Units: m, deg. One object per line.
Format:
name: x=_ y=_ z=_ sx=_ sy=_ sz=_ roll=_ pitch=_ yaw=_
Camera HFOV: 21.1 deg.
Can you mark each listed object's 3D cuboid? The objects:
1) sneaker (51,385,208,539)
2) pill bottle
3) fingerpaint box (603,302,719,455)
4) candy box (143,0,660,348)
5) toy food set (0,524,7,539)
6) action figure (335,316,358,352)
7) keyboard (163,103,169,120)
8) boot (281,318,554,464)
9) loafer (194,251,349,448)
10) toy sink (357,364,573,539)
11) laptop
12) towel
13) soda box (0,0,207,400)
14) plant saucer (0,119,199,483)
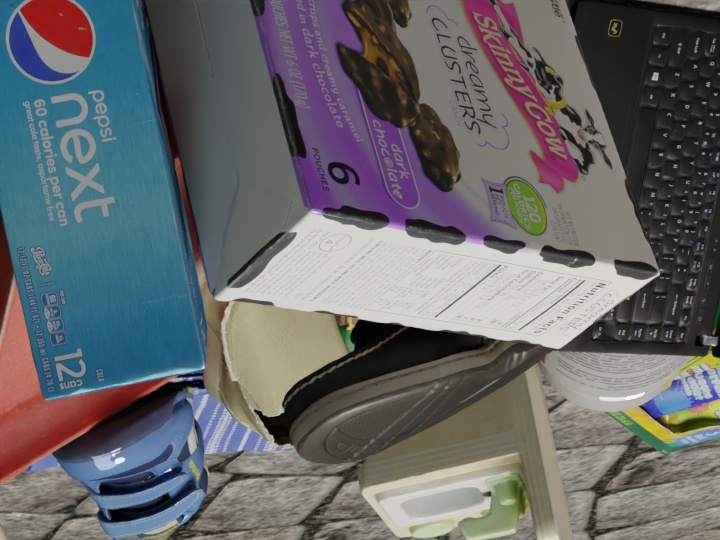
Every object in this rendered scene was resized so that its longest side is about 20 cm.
sneaker: x=-0.121 y=0.109 z=1.080 sx=0.073 sy=0.083 sz=0.200 roll=-10 pitch=176 yaw=5
pill bottle: x=0.149 y=0.007 z=1.125 sx=0.112 sy=0.114 sz=0.200 roll=-10 pitch=157 yaw=0
fingerpaint box: x=0.249 y=0.055 z=1.330 sx=0.166 sy=0.074 sz=0.200 roll=-19 pitch=156 yaw=19
candy box: x=0.017 y=-0.064 z=0.827 sx=0.199 sy=0.169 sz=0.071 roll=9 pitch=144 yaw=-40
toy food set: x=-0.259 y=0.110 z=0.918 sx=0.196 sy=0.049 sz=0.200 roll=0 pitch=144 yaw=28
action figure: x=0.000 y=0.000 z=1.048 sx=0.117 sy=0.055 sz=0.201 roll=2 pitch=136 yaw=-1
keyboard: x=-0.083 y=-0.015 z=1.026 sx=0.056 sy=0.011 sz=0.201 roll=-7 pitch=139 yaw=-3
boot: x=0.009 y=-0.005 z=0.884 sx=0.199 sy=0.151 sz=0.073 roll=-22 pitch=165 yaw=-45
loafer: x=-0.040 y=0.029 z=0.983 sx=0.076 sy=0.068 sz=0.200 roll=-41 pitch=161 yaw=-18
toy sink: x=0.057 y=0.096 z=1.180 sx=0.111 sy=0.202 sz=0.130 roll=-14 pitch=158 yaw=8
laptop: x=0.194 y=-0.029 z=0.955 sx=0.198 sy=0.179 sz=0.103 roll=3 pitch=-167 yaw=-29
towel: x=-0.125 y=0.102 z=1.295 sx=0.198 sy=0.024 sz=0.145 roll=-2 pitch=155 yaw=-17
soda box: x=-0.110 y=-0.058 z=0.757 sx=0.067 sy=0.202 sz=0.064 roll=-10 pitch=-166 yaw=-1
plant saucer: x=-0.111 y=-0.001 z=0.931 sx=0.199 sy=0.037 sz=0.201 roll=-32 pitch=157 yaw=-39
